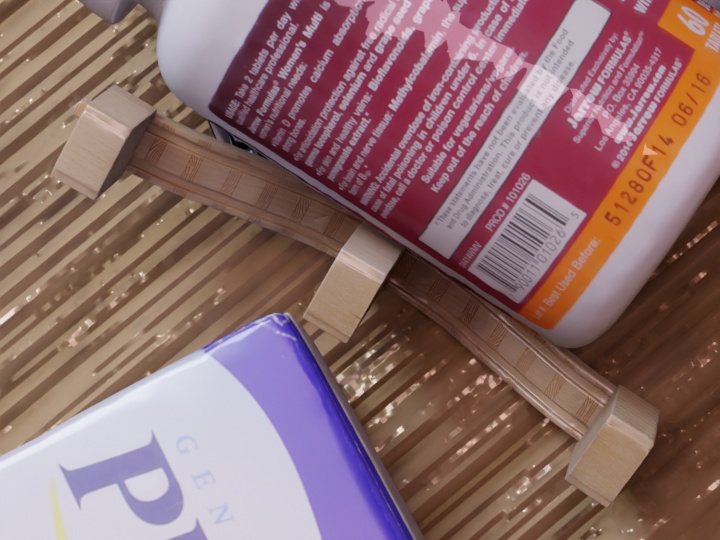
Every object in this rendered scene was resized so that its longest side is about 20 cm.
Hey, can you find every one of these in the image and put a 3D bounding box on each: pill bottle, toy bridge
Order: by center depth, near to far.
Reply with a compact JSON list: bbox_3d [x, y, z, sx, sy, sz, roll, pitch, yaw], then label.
[{"bbox_3d":[0.010,-0.073,0.761,0.200,0.110,0.110,33,82,-2],"label":"pill bottle"},{"bbox_3d":[0.000,0.000,0.784,0.200,0.067,0.027,31,108,2],"label":"toy bridge"}]

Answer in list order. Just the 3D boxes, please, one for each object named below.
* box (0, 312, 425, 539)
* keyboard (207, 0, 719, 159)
[{"bbox_3d":[-0.061,0.140,0.740,0.200,0.105,0.184,-29,75,-1],"label":"box"},{"bbox_3d":[0.036,-0.103,0.824,0.200,0.040,0.104,-24,75,0],"label":"keyboard"}]
